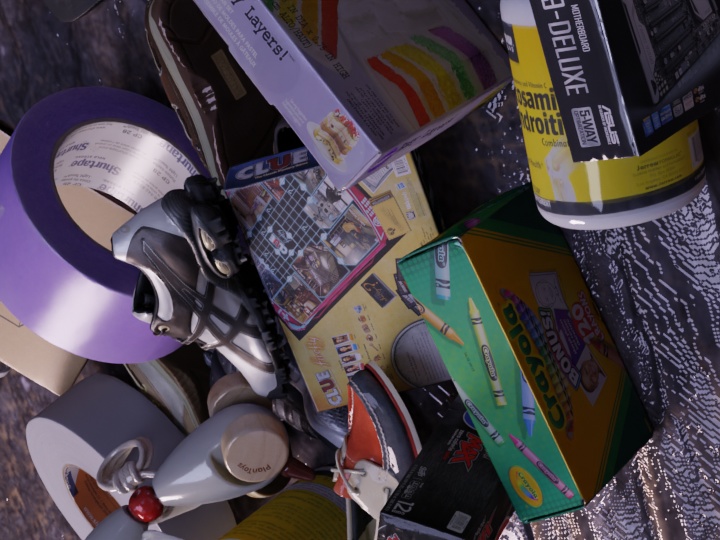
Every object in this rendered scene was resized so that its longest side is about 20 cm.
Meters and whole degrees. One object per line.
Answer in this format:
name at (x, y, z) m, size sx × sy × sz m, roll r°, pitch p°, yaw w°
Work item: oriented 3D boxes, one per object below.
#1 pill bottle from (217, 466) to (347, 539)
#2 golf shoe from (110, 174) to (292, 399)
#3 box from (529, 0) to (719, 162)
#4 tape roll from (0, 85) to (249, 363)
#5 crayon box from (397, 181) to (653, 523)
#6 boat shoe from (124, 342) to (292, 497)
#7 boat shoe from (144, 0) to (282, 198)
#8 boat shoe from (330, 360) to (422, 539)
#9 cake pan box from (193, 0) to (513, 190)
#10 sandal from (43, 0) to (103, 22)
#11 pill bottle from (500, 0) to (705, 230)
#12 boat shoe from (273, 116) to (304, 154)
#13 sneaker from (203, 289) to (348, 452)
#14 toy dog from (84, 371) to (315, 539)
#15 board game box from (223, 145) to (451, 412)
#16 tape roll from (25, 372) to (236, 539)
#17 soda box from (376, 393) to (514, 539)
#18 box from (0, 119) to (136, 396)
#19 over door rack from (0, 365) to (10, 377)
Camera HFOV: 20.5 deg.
pill bottle at (-0.063, 0.242, 1.547) m, size 0.111 × 0.200 × 0.112 m, roll 17°, pitch 121°, yaw 31°
golf shoe at (-0.112, 0.022, 1.420) m, size 0.094 × 0.078 × 0.201 m, roll -22°, pitch 127°, yaw 2°
box at (0.175, -0.170, 1.151) m, size 0.049 × 0.199 × 0.159 m, roll -3°, pitch 109°, yaw 44°
tape roll at (-0.187, -0.036, 1.510) m, size 0.200 × 0.200 × 0.085 m, roll 49°, pitch 132°, yaw 8°
crayon box at (0.115, 0.055, 1.362) m, size 0.058 × 0.119 × 0.201 m, roll -21°, pitch 97°, yaw 37°
boat shoe at (-0.130, 0.104, 1.630) m, size 0.201 × 0.074 × 0.066 m, roll 54°, pitch 146°, yaw 6°
boat shoe at (-0.103, -0.120, 1.502) m, size 0.075 × 0.074 × 0.204 m, roll 1°, pitch 115°, yaw 64°
boat shoe at (0.011, 0.154, 1.446) m, size 0.071 × 0.062 × 0.201 m, roll -126°, pitch 20°, yaw -49°
cake pan box at (-0.010, -0.168, 1.313) m, size 0.201 × 0.184 × 0.052 m, roll 53°, pitch 129°, yaw 6°
sandal at (-0.195, -0.244, 1.519) m, size 0.199 × 0.045 × 0.076 m, roll -32°, pitch 90°, yaw 44°
pill bottle at (0.148, -0.136, 1.248) m, size 0.111 × 0.112 × 0.202 m, roll 2°, pitch 112°, yaw 38°
boat shoe at (-0.023, -0.031, 1.466) m, size 0.074 × 0.073 × 0.202 m, roll -7°, pitch 106°, yaw 41°
sneaker at (-0.045, 0.105, 1.556) m, size 0.200 × 0.075 × 0.114 m, roll 46°, pitch 137°, yaw 15°
toy dog at (-0.113, 0.169, 1.501) m, size 0.199 × 0.133 × 0.096 m, roll -33°, pitch 119°, yaw 31°
board game box at (0.000, 0.000, 1.412) m, size 0.134 × 0.035 × 0.201 m, roll -14°, pitch 122°, yaw 11°
tape roll at (-0.192, 0.185, 1.672) m, size 0.200 × 0.066 × 0.201 m, roll 38°, pitch 150°, yaw 27°
soda box at (0.073, 0.151, 1.387) m, size 0.063 × 0.200 × 0.071 m, roll 16°, pitch 122°, yaw 17°
box at (-0.274, -0.007, 1.660) m, size 0.163 × 0.021 × 0.201 m, roll 31°, pitch 121°, yaw -4°
over door rack at (-0.359, -0.014, 1.752) m, size 0.200 × 0.066 × 0.148 m, roll 50°, pitch 132°, yaw 8°
